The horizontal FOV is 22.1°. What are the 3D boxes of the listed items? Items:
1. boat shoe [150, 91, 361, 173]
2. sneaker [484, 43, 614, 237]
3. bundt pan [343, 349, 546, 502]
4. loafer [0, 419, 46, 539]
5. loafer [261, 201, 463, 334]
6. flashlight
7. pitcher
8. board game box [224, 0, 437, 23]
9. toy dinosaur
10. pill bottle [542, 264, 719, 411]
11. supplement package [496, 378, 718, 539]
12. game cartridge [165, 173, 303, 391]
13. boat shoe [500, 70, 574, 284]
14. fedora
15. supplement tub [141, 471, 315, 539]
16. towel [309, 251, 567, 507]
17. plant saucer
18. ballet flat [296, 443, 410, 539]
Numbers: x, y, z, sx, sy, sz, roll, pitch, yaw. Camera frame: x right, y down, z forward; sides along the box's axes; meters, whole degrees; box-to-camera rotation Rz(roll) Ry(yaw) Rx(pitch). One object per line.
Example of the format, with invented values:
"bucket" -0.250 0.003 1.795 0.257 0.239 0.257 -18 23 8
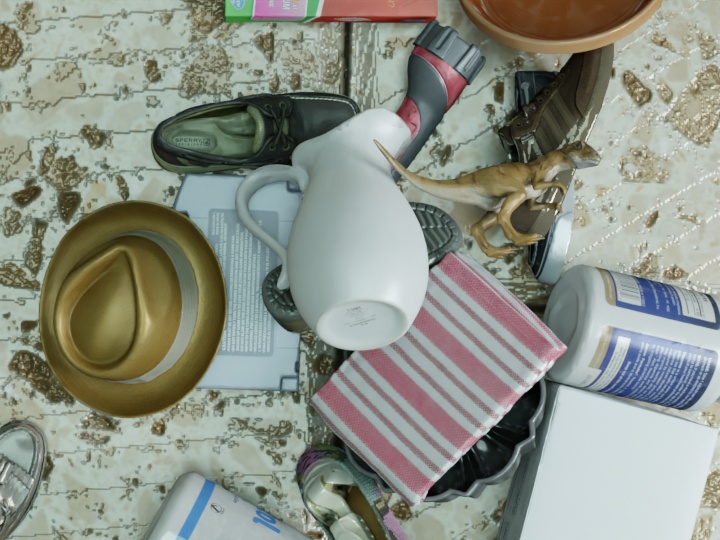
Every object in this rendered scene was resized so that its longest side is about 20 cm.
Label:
"boat shoe" -0.094 -0.127 1.703 0.200 0.066 0.072 -7 89 -5
"sneaker" 0.167 -0.131 1.660 0.075 0.070 0.201 22 77 -3
"bundt pan" 0.079 0.122 1.683 0.201 0.076 0.203 -7 66 16
"loafer" -0.353 0.229 1.684 0.072 0.063 0.200 33 88 -3
"loafer" 0.000 0.000 1.694 0.199 0.070 0.075 -21 64 -15
"flashlight" 0.035 -0.135 1.714 0.068 0.068 0.200 36 88 16
"pitcher" -0.028 -0.028 1.613 0.171 0.121 0.201 -18 53 17
"board game box" -0.028 -0.309 1.722 0.199 0.040 0.154 -1 90 -4
"toy dinosaur" 0.111 -0.067 1.605 0.199 0.060 0.107 -8 77 -13
"pill bottle" 0.276 0.068 1.701 0.199 0.111 0.111 13 89 -16
"supplement package" 0.221 0.218 1.704 0.155 0.111 0.201 15 89 -4
"game cartridge" -0.119 0.011 1.717 0.133 0.042 0.201 3 90 0
"boat shoe" 0.162 -0.088 1.720 0.067 0.072 0.201 4 87 -6
"fedora" -0.217 0.035 1.662 0.200 0.082 0.202 0 90 15
"supplement tub" -0.104 0.283 1.669 0.200 0.132 0.132 30 88 -5
"towel" 0.068 0.095 1.642 0.200 0.030 0.146 -46 62 0
"plant saucer" 0.186 -0.274 1.696 0.199 0.032 0.201 -5 55 7
"ballet flat" -0.009 0.224 1.656 0.069 0.071 0.200 -50 54 15
